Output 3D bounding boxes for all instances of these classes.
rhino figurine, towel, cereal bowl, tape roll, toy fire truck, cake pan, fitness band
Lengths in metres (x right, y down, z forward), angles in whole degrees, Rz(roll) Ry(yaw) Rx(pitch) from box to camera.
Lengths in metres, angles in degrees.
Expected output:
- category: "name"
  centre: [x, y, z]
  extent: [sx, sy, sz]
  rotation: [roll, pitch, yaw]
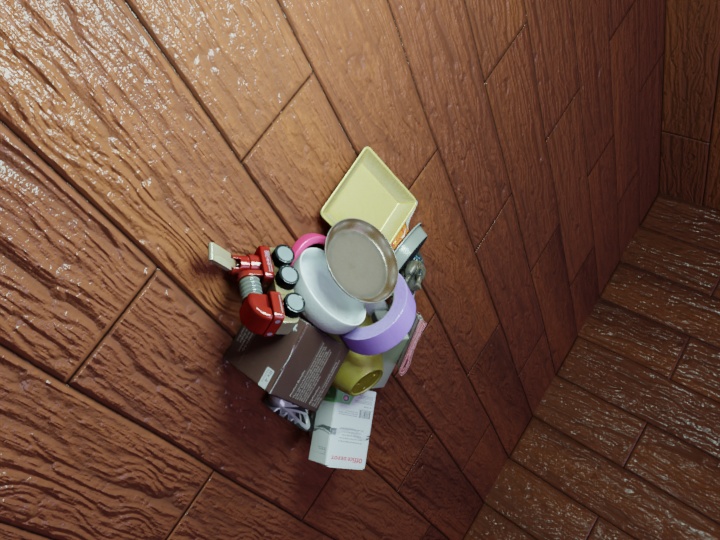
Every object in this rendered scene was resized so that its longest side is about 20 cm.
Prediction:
- category: "rhino figurine"
  centre: [0.113, 0.046, 1.638]
  extent: [0.201, 0.058, 0.089]
  rotation: [121, -8, -55]
- category: "towel"
  centre: [0.131, 0.187, 1.691]
  extent: [0.200, 0.022, 0.148]
  rotation: [-76, -171, -86]
- category: "cereal bowl"
  centre: [-0.082, 0.055, 1.399]
  extent: [0.083, 0.204, 0.198]
  rotation: [-37, 155, 26]
- category: "tape roll"
  centre: [0.028, 0.091, 1.481]
  extent: [0.202, 0.197, 0.066]
  rotation: [-52, 136, -17]
- category: "toy fire truck"
  centre: [-0.218, 0.026, 1.265]
  extent: [0.195, 0.180, 0.129]
  rotation: [4, 144, -31]
- category: "cake pan"
  centre: [0.104, -0.029, 1.622]
  extent: [0.202, 0.036, 0.200]
  rotation: [-51, 173, -8]
- category: "fitness band"
  centre: [-0.094, 0.000, 1.495]
  extent: [0.199, 0.037, 0.146]
  rotation: [36, 83, -44]

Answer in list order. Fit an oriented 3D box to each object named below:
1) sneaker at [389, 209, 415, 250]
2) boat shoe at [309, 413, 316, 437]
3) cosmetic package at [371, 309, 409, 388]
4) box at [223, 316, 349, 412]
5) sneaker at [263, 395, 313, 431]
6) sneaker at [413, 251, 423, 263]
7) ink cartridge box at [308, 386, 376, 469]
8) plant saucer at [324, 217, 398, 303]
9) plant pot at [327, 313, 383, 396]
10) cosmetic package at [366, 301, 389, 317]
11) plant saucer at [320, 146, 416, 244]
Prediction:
- category: "sneaker"
  centre: [0.087, -0.121, 1.615]
  extent: [0.073, 0.076, 0.203]
  rotation: [-52, -166, 43]
- category: "boat shoe"
  centre: [-0.065, 0.422, 1.780]
  extent: [0.197, 0.071, 0.070]
  rotation: [-4, 117, -52]
- category: "cosmetic package"
  centre: [0.051, 0.213, 1.719]
  extent: [0.071, 0.105, 0.203]
  rotation: [-1, 133, -26]
- category: "box"
  centre: [-0.160, 0.187, 1.430]
  extent: [0.169, 0.162, 0.200]
  rotation: [-59, 144, -7]
- category: "sneaker"
  centre: [-0.156, 0.337, 1.604]
  extent: [0.090, 0.073, 0.201]
  rotation: [-54, 144, -11]
- category: "sneaker"
  centre: [0.124, 0.042, 1.760]
  extent: [0.087, 0.073, 0.207]
  rotation: [-103, -155, -88]
- category: "ink cartridge box"
  centre: [-0.047, 0.409, 1.687]
  extent: [0.144, 0.083, 0.207]
  rotation: [20, 75, -40]
- category: "plant saucer"
  centre: [-0.002, -0.019, 1.433]
  extent: [0.198, 0.204, 0.032]
  rotation: [-26, 174, -42]
- category: "plant pot"
  centre: [-0.020, 0.223, 1.599]
  extent: [0.196, 0.143, 0.202]
  rotation: [-28, 150, -18]
- category: "cosmetic package"
  centre: [0.043, 0.121, 1.738]
  extent: [0.081, 0.051, 0.201]
  rotation: [-29, 140, 1]
- category: "plant saucer"
  centre: [0.014, -0.149, 1.514]
  extent: [0.200, 0.048, 0.202]
  rotation: [43, 74, -28]
